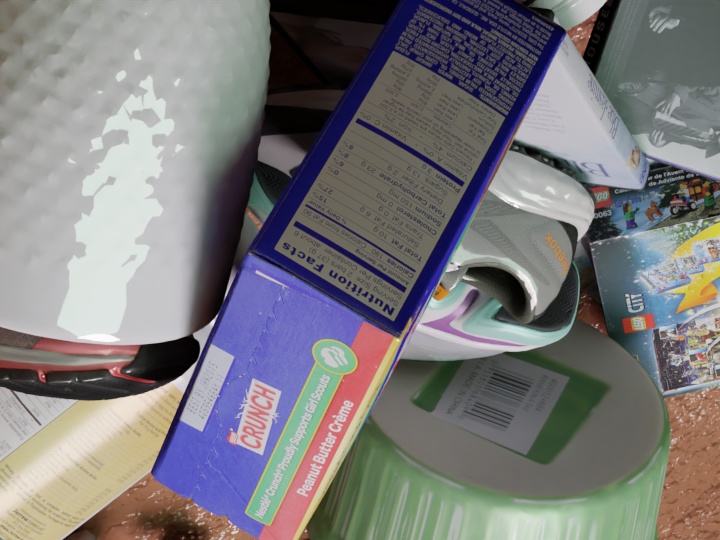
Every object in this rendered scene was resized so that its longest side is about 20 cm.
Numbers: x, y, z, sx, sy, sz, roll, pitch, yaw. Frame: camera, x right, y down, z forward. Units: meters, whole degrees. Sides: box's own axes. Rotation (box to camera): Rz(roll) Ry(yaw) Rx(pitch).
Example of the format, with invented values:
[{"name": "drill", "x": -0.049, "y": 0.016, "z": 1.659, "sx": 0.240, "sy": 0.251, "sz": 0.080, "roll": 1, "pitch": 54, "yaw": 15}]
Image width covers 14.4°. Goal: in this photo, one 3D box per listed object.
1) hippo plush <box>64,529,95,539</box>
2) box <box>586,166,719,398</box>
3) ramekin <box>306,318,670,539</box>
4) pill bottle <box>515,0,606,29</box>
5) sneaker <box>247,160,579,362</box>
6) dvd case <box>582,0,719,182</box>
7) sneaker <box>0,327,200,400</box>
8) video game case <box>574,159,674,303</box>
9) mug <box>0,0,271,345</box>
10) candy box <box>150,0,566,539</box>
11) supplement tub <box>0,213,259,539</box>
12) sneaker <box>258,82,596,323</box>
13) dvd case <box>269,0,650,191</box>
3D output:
[{"name": "hippo plush", "x": -0.173, "y": 0.242, "z": 1.554, "sx": 0.199, "sy": 0.160, "sz": 0.161, "roll": 8, "pitch": 129, "yaw": -40}, {"name": "box", "x": 0.199, "y": 0.003, "z": 1.574, "sx": 0.136, "sy": 0.038, "sz": 0.200, "roll": -12, "pitch": 150, "yaw": 4}, {"name": "ramekin", "x": 0.073, "y": 0.103, "z": 1.544, "sx": 0.199, "sy": 0.200, "sz": 0.098, "roll": -10, "pitch": 131, "yaw": -26}, {"name": "pill bottle", "x": 0.038, "y": -0.179, "z": 1.263, "sx": 0.112, "sy": 0.113, "sz": 0.200, "roll": -43, "pitch": 142, "yaw": 14}, {"name": "sneaker", "x": 0.000, "y": 0.000, "z": 1.476, "sx": 0.200, "sy": 0.078, "sz": 0.140, "roll": 29, "pitch": 154, "yaw": -18}, {"name": "dvd case", "x": 0.214, "y": -0.113, "z": 1.431, "sx": 0.199, "sy": 0.025, "sz": 0.151, "roll": 16, "pitch": 99, "yaw": -22}, {"name": "sneaker", "x": -0.166, "y": 0.008, "z": 1.251, "sx": 0.199, "sy": 0.087, "sz": 0.074, "roll": 5, "pitch": 174, "yaw": 15}, {"name": "video game case", "x": 0.164, "y": -0.036, "z": 1.554, "sx": 0.143, "sy": 0.018, "sz": 0.200, "roll": -22, "pitch": 147, "yaw": 23}, {"name": "mug", "x": -0.117, "y": -0.090, "z": 1.184, "sx": 0.147, "sy": 0.200, "sz": 0.176, "roll": 5, "pitch": 112, "yaw": -22}, {"name": "candy box", "x": -0.001, "y": -0.008, "z": 1.215, "sx": 0.200, "sy": 0.077, "sz": 0.169, "roll": -60, "pitch": 178, "yaw": -40}, {"name": "supplement tub", "x": -0.140, "y": 0.036, "z": 1.354, "sx": 0.200, "sy": 0.145, "sz": 0.145, "roll": -38, "pitch": 143, "yaw": 8}, {"name": "sneaker", "x": 0.019, "y": -0.035, "z": 1.373, "sx": 0.199, "sy": 0.080, "sz": 0.074, "roll": 21, "pitch": 166, "yaw": -17}, {"name": "dvd case", "x": 0.048, "y": -0.086, "z": 1.348, "sx": 0.200, "sy": 0.142, "sz": 0.018, "roll": 44, "pitch": 56, "yaw": -64}]
